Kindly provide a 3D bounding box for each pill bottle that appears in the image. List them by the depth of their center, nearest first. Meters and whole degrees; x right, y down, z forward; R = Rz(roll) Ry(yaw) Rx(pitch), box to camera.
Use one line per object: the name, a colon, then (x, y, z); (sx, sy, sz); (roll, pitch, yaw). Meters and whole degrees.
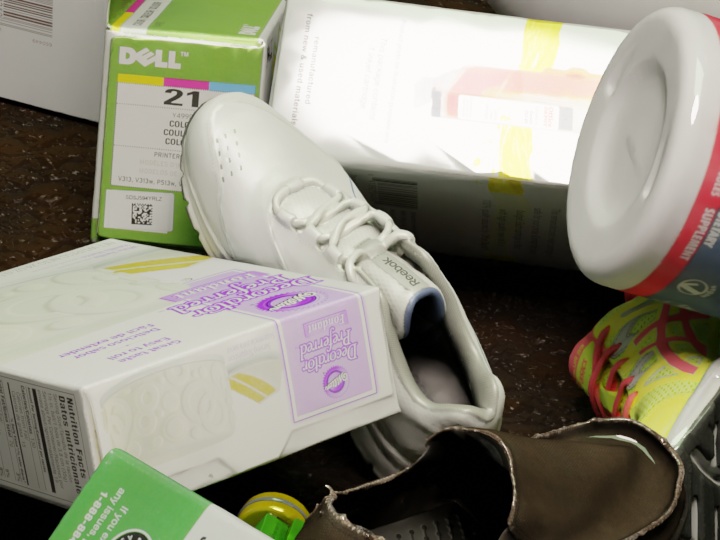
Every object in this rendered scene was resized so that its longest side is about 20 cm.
pill bottle: (0.199, -0.028, 1.214); (0.200, 0.120, 0.120); (15, 28, -16)

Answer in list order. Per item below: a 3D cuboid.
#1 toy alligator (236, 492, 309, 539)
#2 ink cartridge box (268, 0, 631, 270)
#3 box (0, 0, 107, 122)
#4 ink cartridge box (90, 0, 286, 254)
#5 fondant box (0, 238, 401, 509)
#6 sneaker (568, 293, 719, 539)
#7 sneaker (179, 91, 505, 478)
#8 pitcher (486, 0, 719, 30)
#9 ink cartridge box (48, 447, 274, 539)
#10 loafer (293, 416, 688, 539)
toy alligator: (0.005, 0.135, 1.115); (0.200, 0.054, 0.059); (16, 33, 2)
ink cartridge box: (0.061, -0.060, 1.349); (0.200, 0.083, 0.145); (8, -14, 3)
box: (-0.134, -0.182, 1.555); (0.097, 0.124, 0.200); (15, 32, 17)
ink cartridge box: (-0.074, -0.119, 1.351); (0.076, 0.200, 0.148); (6, 13, 2)
fondant box: (-0.102, 0.040, 1.190); (0.144, 0.058, 0.200); (-19, 18, -35)
sneaker: (0.130, 0.056, 1.253); (0.090, 0.078, 0.200); (6, 23, 16)
sneaker: (0.000, 0.000, 1.222); (0.075, 0.087, 0.200); (-36, 81, -25)
pitcher: (0.175, -0.159, 1.590); (0.200, 0.121, 0.172); (17, 10, 0)
ink cartridge box: (-0.034, 0.171, 0.951); (0.200, 0.083, 0.147); (27, 77, 32)
loafer: (0.054, 0.093, 1.080); (0.200, 0.071, 0.073); (-20, 47, -41)
